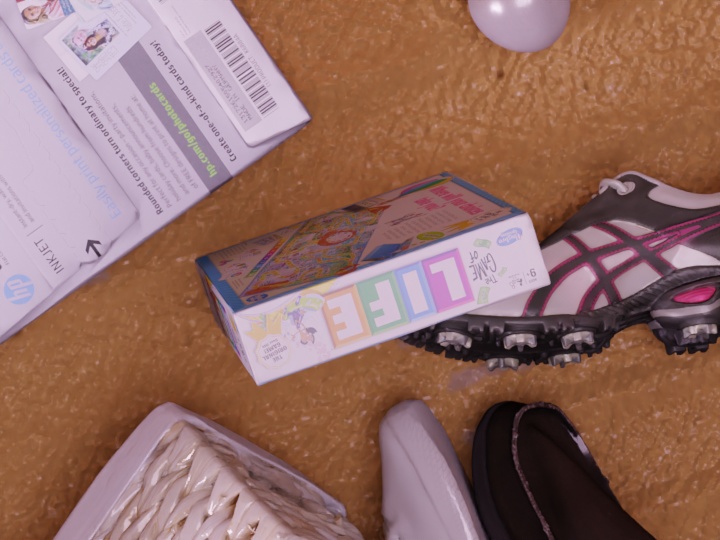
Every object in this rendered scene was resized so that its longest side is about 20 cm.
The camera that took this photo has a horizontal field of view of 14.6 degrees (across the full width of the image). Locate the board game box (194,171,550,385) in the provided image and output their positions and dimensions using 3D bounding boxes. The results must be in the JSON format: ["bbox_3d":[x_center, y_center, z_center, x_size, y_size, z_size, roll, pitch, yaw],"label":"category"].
[{"bbox_3d":[0.000,0.000,1.283,0.134,0.200,0.034,-19,99,-5],"label":"board game box"}]

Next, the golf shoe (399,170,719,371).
[{"bbox_3d":[0.112,0.000,1.374,0.200,0.077,0.088,-5,78,-10],"label":"golf shoe"}]

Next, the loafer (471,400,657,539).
[{"bbox_3d":[0.123,0.142,1.348,0.071,0.073,0.200,-42,66,36],"label":"loafer"}]

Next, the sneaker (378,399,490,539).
[{"bbox_3d":[0.029,0.165,1.378,0.088,0.075,0.200,-16,100,6],"label":"sneaker"}]

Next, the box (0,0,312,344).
[{"bbox_3d":[-0.148,-0.077,1.327,0.200,0.041,0.156,-37,100,-8],"label":"box"}]

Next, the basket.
[{"bbox_3d":[-0.079,0.187,1.310,0.136,0.123,0.200,34,92,-45],"label":"basket"}]

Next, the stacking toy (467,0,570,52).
[{"bbox_3d":[0.037,-0.180,1.318,0.146,0.146,0.200,-34,117,-3],"label":"stacking toy"}]
